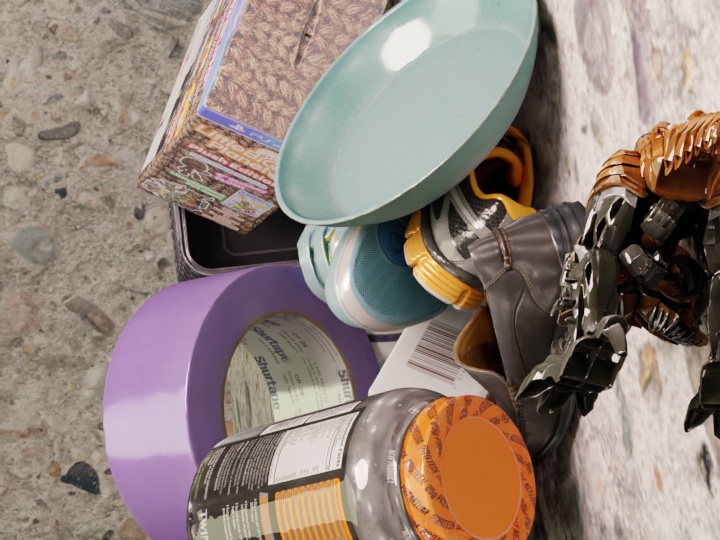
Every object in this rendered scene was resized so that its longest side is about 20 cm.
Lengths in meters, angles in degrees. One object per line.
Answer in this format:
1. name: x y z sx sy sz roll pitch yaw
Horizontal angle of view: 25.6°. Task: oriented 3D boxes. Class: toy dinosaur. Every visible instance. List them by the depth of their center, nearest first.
1. toy dinosaur: 0.120 -0.008 0.678 0.200 0.101 0.137 60 -146 -59

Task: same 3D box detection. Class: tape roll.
1. tape roll: -0.076 0.100 1.095 0.085 0.199 0.201 -10 85 40

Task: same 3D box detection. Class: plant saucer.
1. plant saucer: 0.034 -0.097 0.955 0.036 0.200 0.200 43 -167 -29

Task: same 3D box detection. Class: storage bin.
1. storage bin: -0.055 -0.057 1.297 0.094 0.199 0.136 121 142 -72

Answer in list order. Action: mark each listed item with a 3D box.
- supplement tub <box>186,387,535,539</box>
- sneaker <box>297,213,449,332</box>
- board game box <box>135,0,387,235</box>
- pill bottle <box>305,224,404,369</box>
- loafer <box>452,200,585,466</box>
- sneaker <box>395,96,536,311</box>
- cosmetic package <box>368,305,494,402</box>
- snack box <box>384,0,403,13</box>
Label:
1. supplement tub: 0.000 0.140 0.947 0.199 0.122 0.123 -18 75 42
2. sneaker: 0.000 0.000 1.030 0.080 0.130 0.200 58 -147 -8
3. board game box: -0.072 -0.137 1.154 0.200 0.096 0.160 -31 38 65
4. pill bottle: 0.016 0.003 1.192 0.111 0.110 0.201 -124 30 -69
5. loafer: 0.087 0.042 0.922 0.073 0.072 0.201 -108 15 -46
6. sneaker: 0.072 -0.067 0.978 0.077 0.078 0.201 -46 33 35
7. cosmetic package: 0.049 0.121 1.071 0.201 0.071 0.102 95 -159 -48
8. snack box: 0.037 -0.229 1.144 0.200 0.037 0.117 -122 29 -68
